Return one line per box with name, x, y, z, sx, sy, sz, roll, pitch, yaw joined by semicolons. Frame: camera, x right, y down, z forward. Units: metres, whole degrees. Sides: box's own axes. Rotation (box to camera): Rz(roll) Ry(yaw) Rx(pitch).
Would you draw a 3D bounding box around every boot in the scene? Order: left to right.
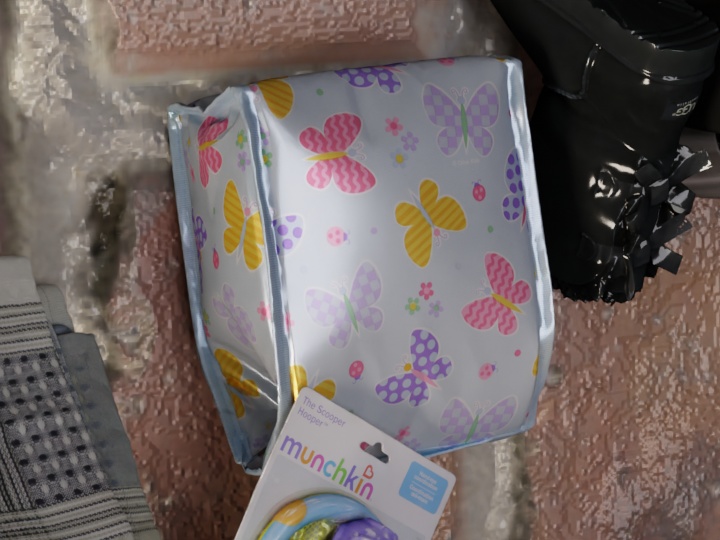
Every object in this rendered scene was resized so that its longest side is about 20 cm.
boot;0.108;-0.090;1.200;0.073;0.198;0.164;-15;133;-33

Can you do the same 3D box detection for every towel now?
towel;-0.182;0.081;1.040;0.199;0.034;0.194;1;58;-48

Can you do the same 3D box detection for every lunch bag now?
lunch bag;0.000;0.000;1.154;0.168;0.127;0.202;-10;90;-26

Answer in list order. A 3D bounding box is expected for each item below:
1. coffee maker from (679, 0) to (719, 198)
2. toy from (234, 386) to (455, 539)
coffee maker;0.206;-0.118;1.193;0.135;0.200;0.193;-43;111;-15
toy;-0.018;0.173;1.078;0.115;0.047;0.201;33;78;-38
